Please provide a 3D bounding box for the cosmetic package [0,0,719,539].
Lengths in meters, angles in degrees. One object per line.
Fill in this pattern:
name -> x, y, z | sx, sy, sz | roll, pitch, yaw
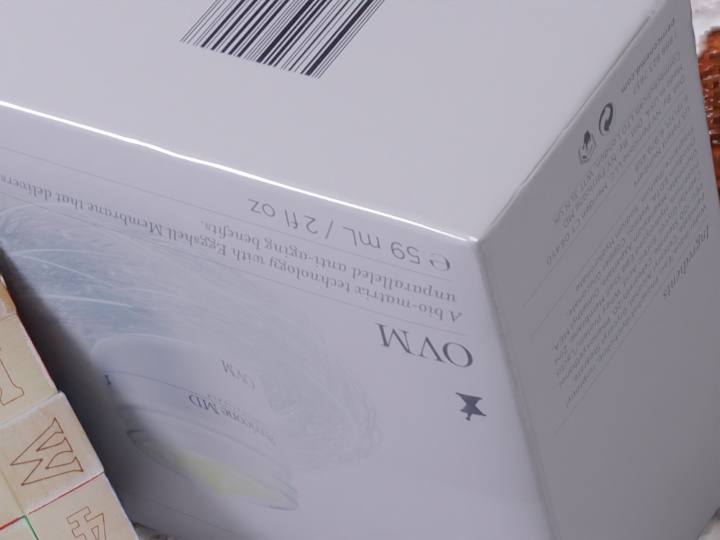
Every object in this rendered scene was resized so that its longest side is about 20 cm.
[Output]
cosmetic package -> 0.000, 0.000, 0.834 | 0.199, 0.200, 0.123 | 17, 53, 31

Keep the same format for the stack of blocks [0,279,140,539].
stack of blocks -> -0.150, 0.011, 0.871 | 0.058, 0.200, 0.115 | -29, 9, -13
